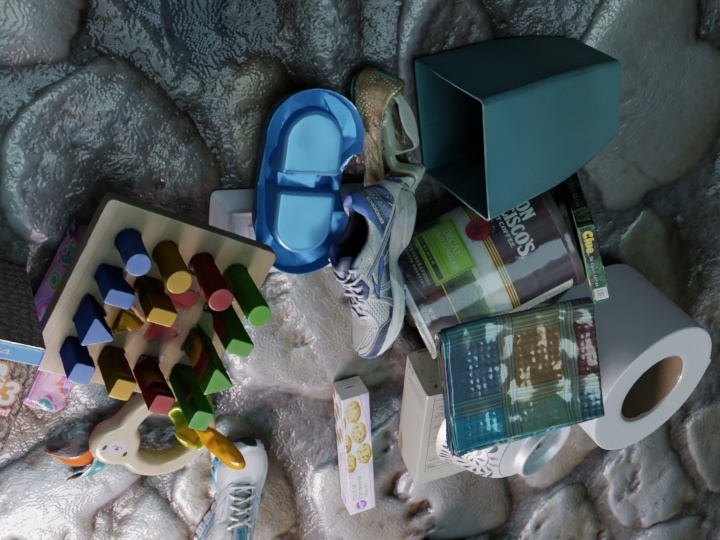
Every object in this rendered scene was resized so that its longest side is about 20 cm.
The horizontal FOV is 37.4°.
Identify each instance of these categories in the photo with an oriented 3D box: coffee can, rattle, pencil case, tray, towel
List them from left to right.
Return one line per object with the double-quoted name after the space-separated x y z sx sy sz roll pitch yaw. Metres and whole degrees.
-0.307 0.049 1.119 0.087 0.088 0.201 21 110 -33 "pencil case"
-0.248 0.223 1.224 0.198 0.144 0.131 -17 144 -22 "rattle"
-0.075 -0.043 1.210 0.197 0.022 0.109 -5 120 -22 "tray"
0.140 -0.007 1.239 0.198 0.147 0.147 -27 127 2 "coffee can"
0.183 0.118 1.203 0.197 0.022 0.149 -11 99 -17 "towel"

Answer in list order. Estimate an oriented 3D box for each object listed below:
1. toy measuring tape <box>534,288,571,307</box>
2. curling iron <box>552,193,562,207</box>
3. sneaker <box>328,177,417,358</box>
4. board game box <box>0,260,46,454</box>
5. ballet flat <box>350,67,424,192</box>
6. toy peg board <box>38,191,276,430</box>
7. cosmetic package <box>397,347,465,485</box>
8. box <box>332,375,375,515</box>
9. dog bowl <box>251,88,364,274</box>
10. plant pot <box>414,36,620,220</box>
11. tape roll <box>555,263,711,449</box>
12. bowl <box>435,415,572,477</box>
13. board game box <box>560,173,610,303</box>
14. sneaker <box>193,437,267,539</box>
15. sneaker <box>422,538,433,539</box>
0.187 0.028 1.347 0.198 0.074 0.074 -19 125 -15 "toy measuring tape"
0.216 0.000 1.315 0.049 0.026 0.203 16 75 6 "curling iron"
0.000 0.000 1.155 0.084 0.077 0.203 -7 110 -36 "sneaker"
-0.404 0.107 1.063 0.096 0.160 0.202 17 112 -32 "board game box"
0.035 -0.126 1.175 0.071 0.065 0.202 -51 141 -40 "ballet flat"
-0.197 0.056 1.065 0.197 0.098 0.201 19 110 -36 "toy peg board"
0.110 0.182 1.368 0.104 0.072 0.202 -13 139 -16 "cosmetic package"
-0.008 0.231 1.396 0.041 0.039 0.202 -13 124 -16 "box"
-0.062 -0.100 1.147 0.110 0.050 0.203 1 109 -24 "dog bowl"
0.183 -0.175 1.181 0.198 0.141 0.143 -21 126 -19 "plant pot"
0.338 0.113 1.396 0.201 0.139 0.205 -23 137 -23 "tape roll"
0.193 0.186 1.291 0.199 0.094 0.202 -32 147 -24 "bowl"
0.254 -0.063 1.239 0.023 0.201 0.106 -12 125 9 "board game box"
-0.154 0.307 1.346 0.074 0.087 0.202 4 116 -24 "sneaker"
0.150 0.448 1.590 0.103 0.060 0.201 -23 131 -9 "sneaker"
